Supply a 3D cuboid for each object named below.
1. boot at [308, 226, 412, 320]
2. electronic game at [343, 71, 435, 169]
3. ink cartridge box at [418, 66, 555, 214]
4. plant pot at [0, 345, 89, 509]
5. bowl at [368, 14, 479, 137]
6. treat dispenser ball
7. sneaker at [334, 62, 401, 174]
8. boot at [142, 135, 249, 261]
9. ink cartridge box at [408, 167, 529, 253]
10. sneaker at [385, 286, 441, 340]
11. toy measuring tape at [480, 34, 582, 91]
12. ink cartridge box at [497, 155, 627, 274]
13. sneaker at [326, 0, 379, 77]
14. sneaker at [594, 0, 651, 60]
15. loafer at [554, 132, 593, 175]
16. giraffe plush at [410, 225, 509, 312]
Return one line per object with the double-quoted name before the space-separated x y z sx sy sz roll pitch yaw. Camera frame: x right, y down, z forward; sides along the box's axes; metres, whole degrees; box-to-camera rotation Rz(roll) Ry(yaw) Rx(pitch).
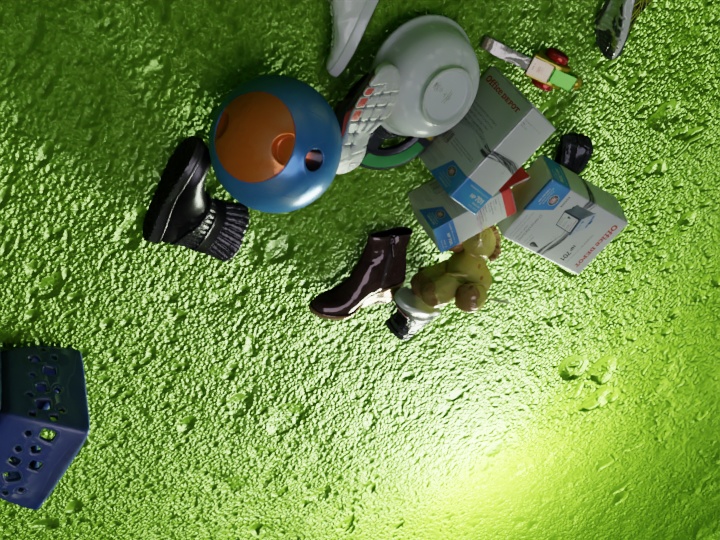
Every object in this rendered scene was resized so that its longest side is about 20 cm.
"boot" 0.000 0.000 1.717 0.198 0.072 0.168 -13 132 -28
"electronic game" 0.054 -0.254 1.535 0.198 0.042 0.202 -16 135 -17
"ink cartridge box" 0.209 -0.221 1.574 0.200 0.147 0.086 -46 134 15
"plant pot" -0.573 0.241 1.521 0.178 0.201 0.201 23 116 -35
"bowl" 0.117 -0.290 1.460 0.199 0.090 0.203 -18 129 -23
"treat dispenser ball" -0.126 -0.187 1.378 0.198 0.202 0.203 -15 135 -16
"sneaker" -0.012 -0.247 1.432 0.076 0.082 0.201 0 135 -41
"boot" -0.240 -0.111 1.468 0.156 0.080 0.212 13 132 -29
"ink cartridge box" 0.200 -0.132 1.672 0.198 0.117 0.068 -28 136 -3
"sneaker" 0.088 0.092 1.808 0.099 0.071 0.200 -42 162 12
"toy measuring tape" 0.290 -0.358 1.576 0.198 0.074 0.074 21 119 -15
"ink cartridge box" 0.372 -0.101 1.726 0.198 0.086 0.147 24 122 -25
"sneaker" -0.023 -0.386 1.371 0.084 0.073 0.201 23 126 -7
"sneaker" 0.460 -0.450 1.563 0.084 0.075 0.202 -11 133 -21
"loafer" 0.376 -0.178 1.774 0.069 0.069 0.202 11 130 -10
"giraffe plush" 0.202 -0.023 1.762 0.197 0.173 0.165 2 107 -17
